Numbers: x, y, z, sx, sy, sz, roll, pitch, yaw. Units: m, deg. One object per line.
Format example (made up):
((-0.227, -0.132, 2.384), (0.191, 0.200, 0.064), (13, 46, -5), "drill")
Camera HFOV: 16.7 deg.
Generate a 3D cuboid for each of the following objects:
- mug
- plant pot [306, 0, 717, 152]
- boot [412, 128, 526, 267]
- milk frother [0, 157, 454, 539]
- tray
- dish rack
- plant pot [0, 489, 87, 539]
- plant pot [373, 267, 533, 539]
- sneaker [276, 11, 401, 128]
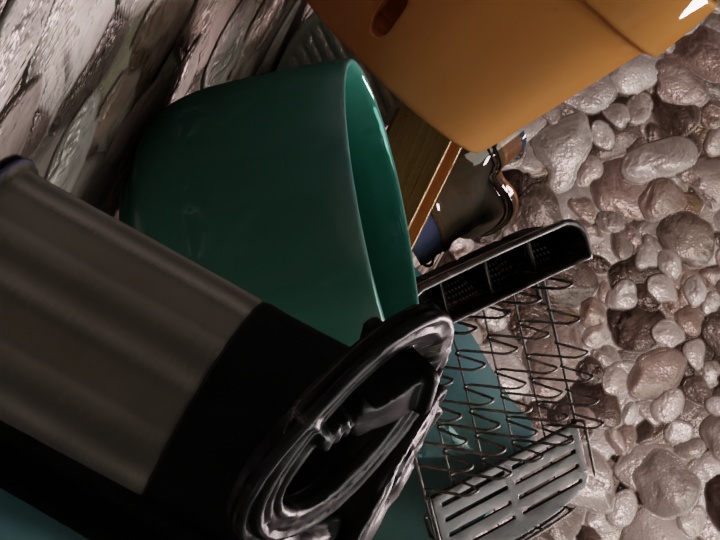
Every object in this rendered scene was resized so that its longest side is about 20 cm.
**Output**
((-0.041, 0.004, 1.125), (0.152, 0.114, 0.185), (-45, 124, -80), "mug")
((0.060, -0.154, 1.224), (0.140, 0.200, 0.200), (-46, 178, 12), "plant pot")
((0.043, -0.046, 1.525), (0.097, 0.075, 0.200), (-40, 165, -13), "boot")
((-0.070, 0.035, 0.879), (0.200, 0.188, 0.181), (-65, 174, 35), "milk frother")
((0.000, 0.000, 1.335), (0.200, 0.037, 0.099), (-63, 176, 10), "tray")
((0.090, 0.080, 1.536), (0.153, 0.055, 0.200), (-24, 108, -33), "dish rack")
((-0.133, 0.202, 1.101), (0.142, 0.200, 0.141), (-61, 175, 2), "plant pot")
((0.005, 0.093, 1.622), (0.200, 0.188, 0.200), (-48, -170, 11), "plant pot")
((-0.010, -0.098, 1.402), (0.200, 0.075, 0.105), (-61, 178, 29), "sneaker")
